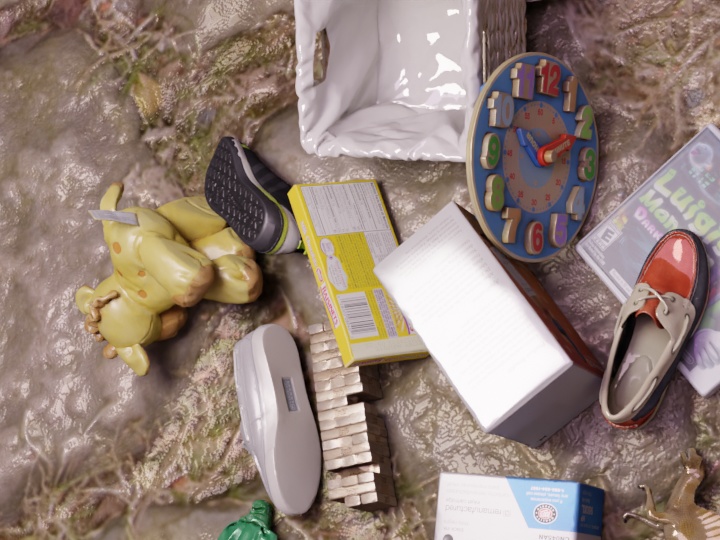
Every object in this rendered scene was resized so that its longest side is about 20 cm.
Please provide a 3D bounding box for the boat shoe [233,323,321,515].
[{"bbox_3d":[-0.096,0.159,1.665,0.068,0.072,0.201,-24,75,40],"label":"boat shoe"}]

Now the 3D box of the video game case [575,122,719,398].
[{"bbox_3d":[0.333,-0.011,1.529,0.182,0.023,0.200,-43,65,10],"label":"video game case"}]

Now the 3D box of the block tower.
[{"bbox_3d":[-0.009,0.143,1.632,0.054,0.058,0.201,-14,72,20],"label":"block tower"}]

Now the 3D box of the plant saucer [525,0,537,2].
[{"bbox_3d":[0.171,-0.371,1.658,0.199,0.032,0.202,-1,82,9],"label":"plant saucer"}]

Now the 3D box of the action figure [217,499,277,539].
[{"bbox_3d":[-0.132,0.332,1.645,0.118,0.055,0.201,14,78,28],"label":"action figure"}]

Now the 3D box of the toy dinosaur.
[{"bbox_3d":[0.294,0.263,1.465,0.101,0.058,0.201,-14,73,20],"label":"toy dinosaur"}]

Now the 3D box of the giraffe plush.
[{"bbox_3d":[-0.223,0.020,1.710,0.163,0.199,0.173,-63,28,26],"label":"giraffe plush"}]

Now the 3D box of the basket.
[{"bbox_3d":[0.053,-0.220,1.597,0.199,0.161,0.200,5,106,25],"label":"basket"}]

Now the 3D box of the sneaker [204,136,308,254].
[{"bbox_3d":[-0.106,-0.071,1.722,0.072,0.082,0.200,-60,37,24],"label":"sneaker"}]

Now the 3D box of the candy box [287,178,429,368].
[{"bbox_3d":[0.000,0.000,1.639,0.026,0.102,0.201,-43,58,49],"label":"candy box"}]

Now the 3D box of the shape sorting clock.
[{"bbox_3d":[0.169,-0.108,1.530,0.039,0.199,0.201,-1,77,44],"label":"shape sorting clock"}]

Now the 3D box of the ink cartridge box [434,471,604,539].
[{"bbox_3d":[0.145,0.298,1.510,0.144,0.084,0.201,1,79,25],"label":"ink cartridge box"}]

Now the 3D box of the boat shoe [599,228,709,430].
[{"bbox_3d":[0.273,0.052,1.496,0.071,0.063,0.201,19,86,28],"label":"boat shoe"}]

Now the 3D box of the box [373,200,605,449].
[{"bbox_3d":[0.129,0.055,1.534,0.106,0.152,0.200,-40,66,11],"label":"box"}]
